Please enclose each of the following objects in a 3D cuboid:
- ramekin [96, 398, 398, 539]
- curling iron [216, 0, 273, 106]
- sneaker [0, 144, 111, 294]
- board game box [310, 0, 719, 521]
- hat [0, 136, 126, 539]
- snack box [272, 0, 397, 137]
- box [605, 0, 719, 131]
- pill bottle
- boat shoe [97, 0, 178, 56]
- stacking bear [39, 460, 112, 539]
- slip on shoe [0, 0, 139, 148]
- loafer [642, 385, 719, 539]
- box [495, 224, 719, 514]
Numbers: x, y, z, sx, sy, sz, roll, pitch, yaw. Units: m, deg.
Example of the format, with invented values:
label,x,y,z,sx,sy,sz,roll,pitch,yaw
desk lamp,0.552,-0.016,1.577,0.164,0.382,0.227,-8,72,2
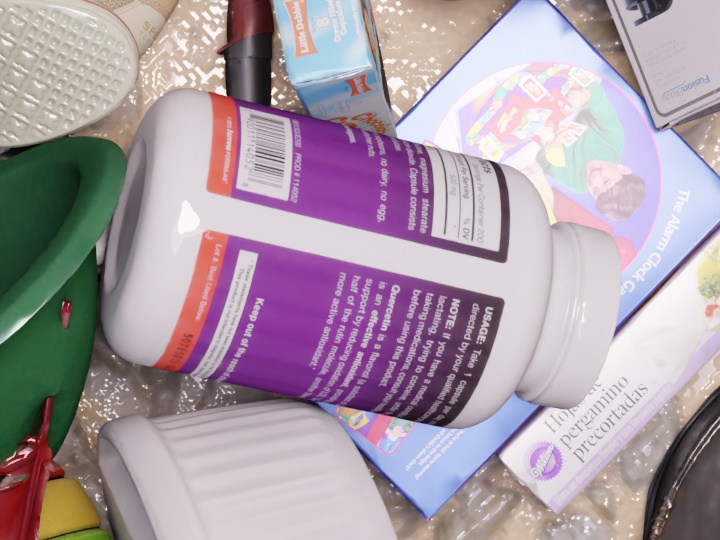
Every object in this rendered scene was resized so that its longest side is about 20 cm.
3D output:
label,x,y,z,sx,sy,sz,roll,pitch,yaw
ramekin,-0.036,0.146,0.944,0.094,0.202,0.204,-17,91,-12
curling iron,-0.059,-0.106,1.016,0.049,0.025,0.202,-9,97,-37
sneaker,-0.153,-0.029,0.993,0.199,0.074,0.089,-13,89,1
board game box,0.052,-0.008,1.014,0.200,0.045,0.134,-45,91,0
hat,-0.129,0.073,0.925,0.200,0.166,0.176,-36,115,0
snack box,-0.024,-0.160,0.953,0.037,0.116,0.201,-12,79,4
box,0.147,-0.175,0.969,0.060,0.116,0.201,-18,84,-44
pill bottle,0.000,0.000,0.924,0.199,0.112,0.113,13,91,-15
boat shoe,-0.172,-0.160,0.998,0.199,0.071,0.065,36,85,-12
stacking bear,-0.163,0.124,0.983,0.113,0.121,0.201,-19,83,6
slip on shoe,-0.186,-0.092,0.973,0.199,0.061,0.075,-3,117,20
loafer,0.155,0.133,1.005,0.072,0.072,0.201,24,90,-1
box,0.142,0.024,1.019,0.039,0.041,0.200,45,91,-1
